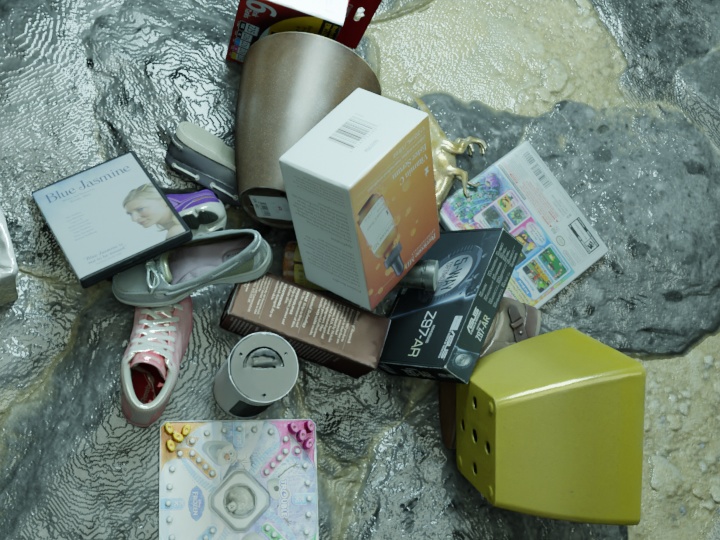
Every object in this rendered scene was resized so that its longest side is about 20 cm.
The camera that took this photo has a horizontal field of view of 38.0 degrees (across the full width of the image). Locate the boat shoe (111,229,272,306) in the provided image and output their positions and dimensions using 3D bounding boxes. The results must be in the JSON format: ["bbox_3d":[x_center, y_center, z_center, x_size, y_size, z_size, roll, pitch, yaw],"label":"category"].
[{"bbox_3d":[-0.209,-0.009,1.259,0.201,0.065,0.075,-10,65,7],"label":"boat shoe"}]

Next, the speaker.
[{"bbox_3d":[-0.128,0.128,1.247,0.081,0.200,0.082,3,76,-13],"label":"speaker"}]

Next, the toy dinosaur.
[{"bbox_3d":[0.117,-0.166,1.437,0.101,0.058,0.201,-2,73,-19],"label":"toy dinosaur"}]

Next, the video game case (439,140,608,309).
[{"bbox_3d":[0.227,-0.056,1.475,0.182,0.024,0.200,-36,89,-19],"label":"video game case"}]

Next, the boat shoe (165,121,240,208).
[{"bbox_3d":[-0.168,-0.116,1.381,0.200,0.073,0.063,35,114,-10],"label":"boat shoe"}]

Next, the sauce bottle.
[{"bbox_3d":[0.000,0.000,1.348,0.199,0.066,0.066,7,74,11],"label":"sauce bottle"}]

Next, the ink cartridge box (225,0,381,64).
[{"bbox_3d":[-0.074,-0.325,1.366,0.175,0.200,0.084,16,74,-9],"label":"ink cartridge box"}]

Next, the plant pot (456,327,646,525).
[{"bbox_3d":[0.222,0.194,1.292,0.175,0.200,0.201,-3,101,-15],"label":"plant pot"}]

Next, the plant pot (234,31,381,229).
[{"bbox_3d":[-0.084,-0.160,1.314,0.186,0.187,0.201,19,62,-9],"label":"plant pot"}]

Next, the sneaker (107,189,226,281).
[{"bbox_3d":[-0.269,-0.049,1.332,0.199,0.081,0.084,-16,39,-7],"label":"sneaker"}]

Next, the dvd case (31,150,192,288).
[{"bbox_3d":[-0.308,-0.068,1.282,0.142,0.018,0.200,-26,46,-17],"label":"dvd case"}]

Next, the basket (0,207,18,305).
[{"bbox_3d":[-0.513,-0.042,1.211,0.199,0.161,0.199,-18,82,-17],"label":"basket"}]

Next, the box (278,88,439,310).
[{"bbox_3d":[0.005,-0.083,1.241,0.106,0.201,0.152,25,55,30],"label":"box"}]

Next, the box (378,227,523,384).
[{"bbox_3d":[0.109,0.043,1.349,0.043,0.160,0.201,35,71,-30],"label":"box"}]

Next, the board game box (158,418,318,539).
[{"bbox_3d":[-0.149,0.286,1.298,0.199,0.026,0.201,1,77,-14],"label":"board game box"}]

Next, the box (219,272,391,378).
[{"bbox_3d":[-0.072,0.067,1.330,0.199,0.100,0.075,23,73,-8],"label":"box"}]

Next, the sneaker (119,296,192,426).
[{"bbox_3d":[-0.248,0.087,1.279,0.075,0.105,0.201,12,73,-9],"label":"sneaker"}]

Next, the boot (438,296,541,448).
[{"bbox_3d":[0.181,0.135,1.392,0.145,0.070,0.201,2,90,-20],"label":"boot"}]
